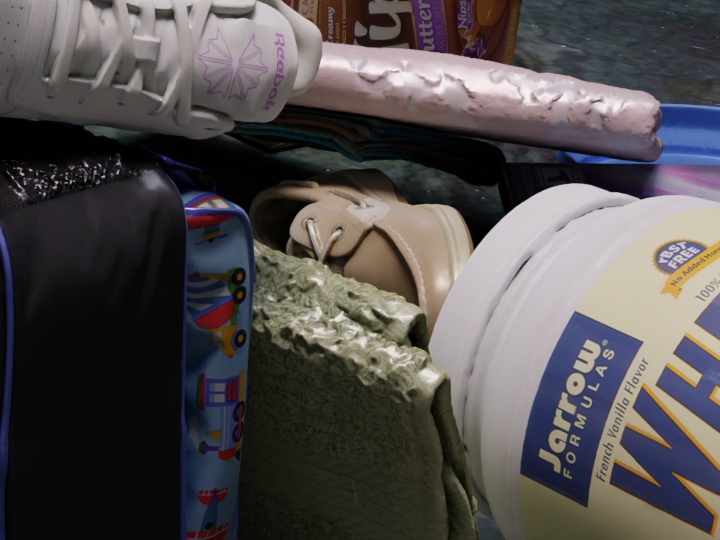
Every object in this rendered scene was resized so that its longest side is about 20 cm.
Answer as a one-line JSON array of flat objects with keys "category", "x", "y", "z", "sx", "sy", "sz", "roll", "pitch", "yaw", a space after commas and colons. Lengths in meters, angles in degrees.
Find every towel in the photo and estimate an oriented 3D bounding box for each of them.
[{"category": "towel", "x": 0.041, "y": -0.079, "z": 1.280, "sx": 0.199, "sy": 0.032, "sz": 0.191, "roll": 8, "pitch": 2, "yaw": 8}, {"category": "towel", "x": -0.039, "y": 0.047, "z": 0.959, "sx": 0.199, "sy": 0.149, "sz": 0.036, "roll": 24, "pitch": 51, "yaw": 35}, {"category": "towel", "x": -0.046, "y": -0.068, "z": 1.345, "sx": 0.199, "sy": 0.022, "sz": 0.146, "roll": 10, "pitch": 1, "yaw": 30}]

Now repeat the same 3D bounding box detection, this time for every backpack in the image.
[{"category": "backpack", "x": -0.148, "y": 0.028, "z": 0.907, "sx": 0.199, "sy": 0.184, "sz": 0.134, "roll": 17, "pitch": 25, "yaw": 38}]

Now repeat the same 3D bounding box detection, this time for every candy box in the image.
[{"category": "candy box", "x": 0.008, "y": -0.140, "z": 1.500, "sx": 0.056, "sy": 0.117, "sz": 0.199, "roll": 24, "pitch": 26, "yaw": 37}]

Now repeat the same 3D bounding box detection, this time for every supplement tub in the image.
[{"category": "supplement tub", "x": 0.134, "y": 0.060, "z": 0.955, "sx": 0.199, "sy": 0.146, "sz": 0.145, "roll": 24, "pitch": 26, "yaw": 37}]

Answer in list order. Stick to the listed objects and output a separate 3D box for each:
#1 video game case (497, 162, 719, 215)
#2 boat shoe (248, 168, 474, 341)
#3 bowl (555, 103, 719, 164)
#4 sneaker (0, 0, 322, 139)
[{"category": "video game case", "x": 0.171, "y": -0.001, "z": 1.260, "sx": 0.199, "sy": 0.019, "sz": 0.143, "roll": 0, "pitch": 38, "yaw": -9}, {"category": "boat shoe", "x": 0.000, "y": 0.000, "z": 1.195, "sx": 0.065, "sy": 0.073, "sz": 0.200, "roll": -2, "pitch": 16, "yaw": -16}, {"category": "bowl", "x": 0.194, "y": -0.034, "z": 1.399, "sx": 0.199, "sy": 0.040, "sz": 0.201, "roll": 7, "pitch": 20, "yaw": -3}, {"category": "sneaker", "x": -0.076, "y": -0.080, "z": 0.850, "sx": 0.099, "sy": 0.075, "sz": 0.200, "roll": 15, "pitch": 9, "yaw": 21}]
